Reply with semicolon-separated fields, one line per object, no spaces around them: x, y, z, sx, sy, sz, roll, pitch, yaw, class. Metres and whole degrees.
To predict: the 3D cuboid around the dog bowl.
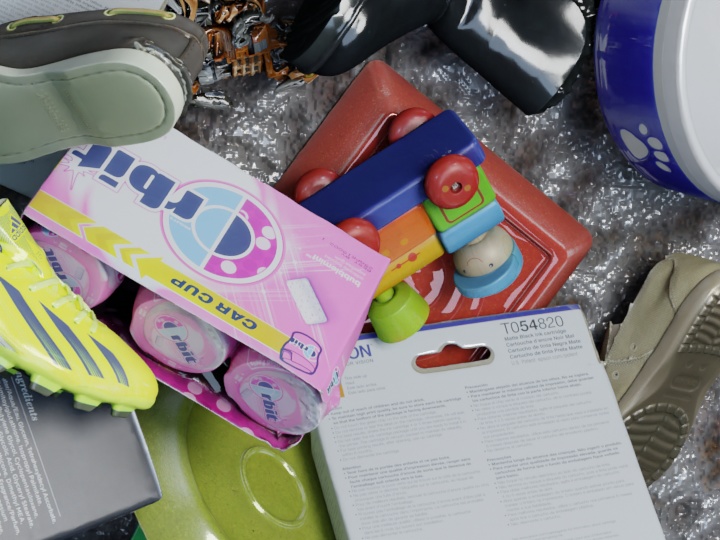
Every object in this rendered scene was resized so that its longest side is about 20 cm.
0.242;-0.142;1.316;0.199;0.078;0.202;-9;106;-36;dog bowl

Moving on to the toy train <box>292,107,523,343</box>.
0.000;0.000;1.289;0.199;0.085;0.116;-33;124;-1;toy train

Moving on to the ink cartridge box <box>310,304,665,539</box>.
0.074;0.125;1.301;0.197;0.041;0.202;-7;58;-14;ink cartridge box

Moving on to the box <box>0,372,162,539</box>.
-0.238;0.121;1.173;0.199;0.148;0.108;-18;85;-33;box

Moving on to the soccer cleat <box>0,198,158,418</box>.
-0.183;0.011;1.102;0.199;0.065;0.084;30;80;-22;soccer cleat

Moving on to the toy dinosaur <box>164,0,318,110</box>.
-0.111;-0.161;1.256;0.198;0.102;0.137;-3;120;-35;toy dinosaur

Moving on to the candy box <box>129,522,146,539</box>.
-0.098;0.263;1.318;0.168;0.077;0.202;21;96;-42;candy box

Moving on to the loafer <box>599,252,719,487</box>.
0.186;0.072;1.388;0.075;0.068;0.201;20;113;-37;loafer

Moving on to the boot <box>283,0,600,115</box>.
0.059;-0.150;1.269;0.168;0.076;0.201;40;51;-16;boot

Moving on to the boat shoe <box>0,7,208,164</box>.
-0.173;-0.104;1.149;0.061;0.199;0.072;-61;141;-40;boat shoe

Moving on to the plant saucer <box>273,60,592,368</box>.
0.027;0.004;1.349;0.199;0.037;0.200;37;90;-19;plant saucer

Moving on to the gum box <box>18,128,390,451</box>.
-0.087;0.003;1.174;0.199;0.114;0.066;30;135;-2;gum box

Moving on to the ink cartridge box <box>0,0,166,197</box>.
-0.222;-0.152;1.195;0.198;0.041;0.200;24;128;-17;ink cartridge box

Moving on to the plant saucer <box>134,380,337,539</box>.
-0.061;0.138;1.273;0.031;0.201;0.200;-36;111;28;plant saucer
